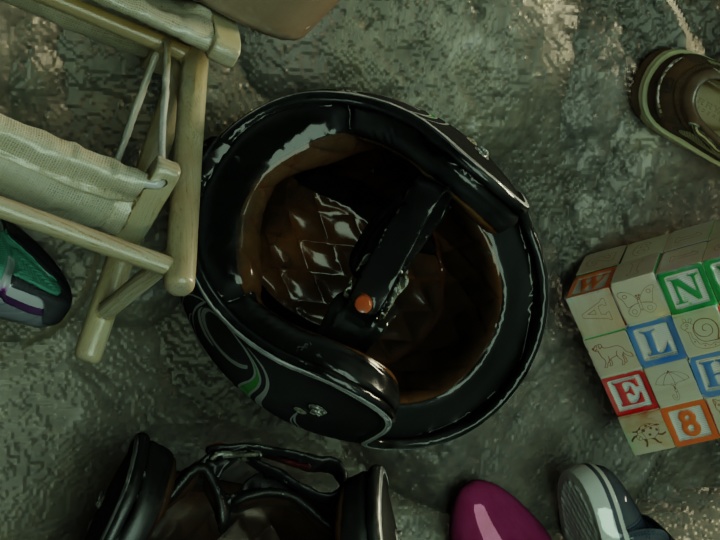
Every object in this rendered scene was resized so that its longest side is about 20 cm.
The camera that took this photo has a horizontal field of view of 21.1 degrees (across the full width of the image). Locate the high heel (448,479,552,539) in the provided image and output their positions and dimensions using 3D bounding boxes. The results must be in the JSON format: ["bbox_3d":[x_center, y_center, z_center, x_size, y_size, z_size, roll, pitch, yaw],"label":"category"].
[{"bbox_3d":[0.121,0.217,1.172,0.067,0.096,0.200,-35,110,-12],"label":"high heel"}]

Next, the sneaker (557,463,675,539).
[{"bbox_3d":[0.180,0.194,1.203,0.079,0.078,0.200,-23,118,-11],"label":"sneaker"}]

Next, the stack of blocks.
[{"bbox_3d":[0.237,0.028,1.140,0.200,0.059,0.115,-15,110,26],"label":"stack of blocks"}]

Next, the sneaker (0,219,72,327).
[{"bbox_3d":[-0.254,-0.006,1.018,0.200,0.074,0.088,28,110,-19],"label":"sneaker"}]

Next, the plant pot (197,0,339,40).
[{"bbox_3d":[-0.040,-0.221,0.998,0.200,0.200,0.175,26,104,-23],"label":"plant pot"}]

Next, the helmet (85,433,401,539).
[{"bbox_3d":[-0.067,0.195,1.024,0.200,0.200,0.191,16,67,-23],"label":"helmet"}]

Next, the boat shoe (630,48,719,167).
[{"bbox_3d":[0.264,-0.077,1.189,0.202,0.075,0.075,15,93,-23],"label":"boat shoe"}]

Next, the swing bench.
[{"bbox_3d":[-0.176,-0.089,0.952,0.199,0.130,0.200,20,62,-23],"label":"swing bench"}]

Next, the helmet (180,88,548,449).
[{"bbox_3d":[0.000,0.000,1.039,0.200,0.191,0.200,-2,77,9],"label":"helmet"}]
